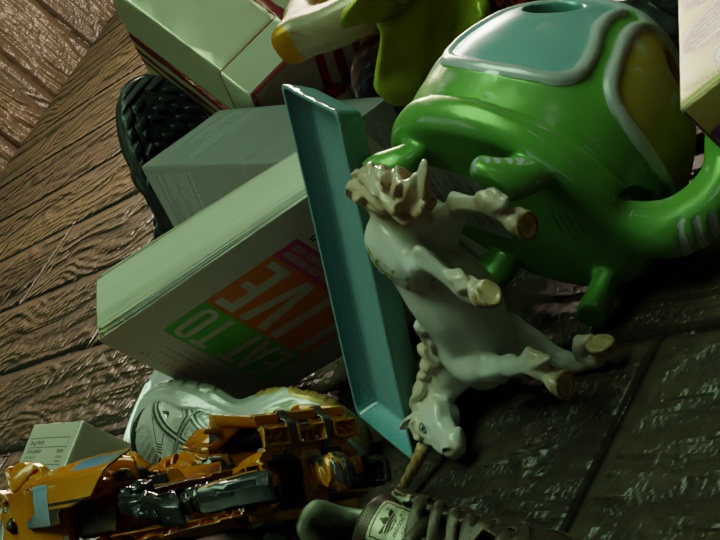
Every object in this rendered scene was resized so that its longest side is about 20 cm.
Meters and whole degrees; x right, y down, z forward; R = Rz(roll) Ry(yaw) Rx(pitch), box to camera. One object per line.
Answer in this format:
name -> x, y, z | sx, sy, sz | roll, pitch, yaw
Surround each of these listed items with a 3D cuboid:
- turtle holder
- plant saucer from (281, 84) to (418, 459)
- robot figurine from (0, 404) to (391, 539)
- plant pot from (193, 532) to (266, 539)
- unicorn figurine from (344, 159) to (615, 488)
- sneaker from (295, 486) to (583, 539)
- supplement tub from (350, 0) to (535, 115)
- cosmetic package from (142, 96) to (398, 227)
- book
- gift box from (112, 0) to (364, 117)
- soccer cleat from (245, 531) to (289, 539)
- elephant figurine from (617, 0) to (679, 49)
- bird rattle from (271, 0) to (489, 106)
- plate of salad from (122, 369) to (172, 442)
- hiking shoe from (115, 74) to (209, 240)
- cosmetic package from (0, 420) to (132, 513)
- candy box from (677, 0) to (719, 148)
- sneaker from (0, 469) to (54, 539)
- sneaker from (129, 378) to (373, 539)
turtle holder -> 0.104, -0.066, 0.841 | 0.132, 0.141, 0.185 | -56, 17, -18
plant saucer -> 0.000, 0.000, 0.912 | 0.019, 0.202, 0.070 | -21, 26, -20
robot figurine -> -0.084, 0.108, 0.880 | 0.199, 0.144, 0.059 | -16, 81, 35
plant pot -> -0.079, 0.207, 0.744 | 0.187, 0.187, 0.200 | -41, 7, 27
unicorn figurine -> 0.050, 0.027, 0.838 | 0.074, 0.202, 0.137 | -31, 21, -31
sneaker -> 0.033, 0.131, 0.737 | 0.071, 0.075, 0.200 | -59, 19, -23
supplement tub -> 0.061, -0.153, 1.166 | 0.107, 0.107, 0.201 | -24, 33, 54
cosmetic package -> -0.045, -0.047, 1.135 | 0.090, 0.107, 0.199 | -40, 26, -32
book -> -0.038, 0.004, 1.014 | 0.199, 0.133, 0.048 | -32, 45, 27
gift box -> -0.048, -0.174, 1.303 | 0.185, 0.186, 0.200 | -48, -27, -8
soccer cleat -> -0.088, 0.193, 0.932 | 0.200, 0.064, 0.084 | -25, 36, 54
elephant figurine -> 0.136, -0.227, 0.971 | 0.155, 0.200, 0.142 | -43, 19, 22
bird rattle -> 0.021, -0.196, 1.081 | 0.162, 0.113, 0.201 | -16, 38, 35
plate of salad -> -0.109, 0.102, 1.181 | 0.200, 0.048, 0.201 | -45, 30, 34
hiking shoe -> -0.137, -0.047, 1.304 | 0.075, 0.201, 0.100 | -27, 4, -29
cosmetic package -> -0.202, 0.203, 1.110 | 0.103, 0.073, 0.201 | -11, 55, 61
candy box -> 0.190, -0.097, 0.731 | 0.056, 0.116, 0.201 | -39, 21, 30
sneaker -> -0.177, 0.219, 0.967 | 0.112, 0.077, 0.201 | -46, 49, 44
sneaker -> -0.083, 0.117, 1.012 | 0.199, 0.076, 0.088 | -8, 51, 50
